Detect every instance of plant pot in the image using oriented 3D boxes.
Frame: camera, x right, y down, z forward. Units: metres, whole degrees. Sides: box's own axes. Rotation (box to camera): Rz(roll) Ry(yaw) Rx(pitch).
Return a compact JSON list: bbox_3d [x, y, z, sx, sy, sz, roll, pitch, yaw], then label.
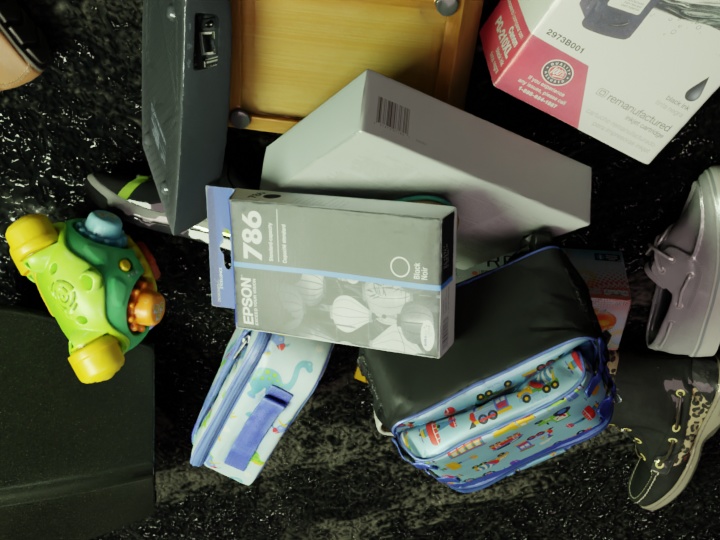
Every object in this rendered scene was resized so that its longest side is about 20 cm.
[{"bbox_3d":[-0.288,0.160,0.882,0.176,0.201,0.200,0,148,-12],"label":"plant pot"}]

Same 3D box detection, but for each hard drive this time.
[{"bbox_3d":[-0.134,-0.142,0.680,0.042,0.135,0.201,-8,136,-22],"label":"hard drive"}]

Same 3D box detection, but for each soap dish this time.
[{"bbox_3d":[-0.013,-0.169,0.670,0.198,0.081,0.158,7,130,0],"label":"soap dish"}]

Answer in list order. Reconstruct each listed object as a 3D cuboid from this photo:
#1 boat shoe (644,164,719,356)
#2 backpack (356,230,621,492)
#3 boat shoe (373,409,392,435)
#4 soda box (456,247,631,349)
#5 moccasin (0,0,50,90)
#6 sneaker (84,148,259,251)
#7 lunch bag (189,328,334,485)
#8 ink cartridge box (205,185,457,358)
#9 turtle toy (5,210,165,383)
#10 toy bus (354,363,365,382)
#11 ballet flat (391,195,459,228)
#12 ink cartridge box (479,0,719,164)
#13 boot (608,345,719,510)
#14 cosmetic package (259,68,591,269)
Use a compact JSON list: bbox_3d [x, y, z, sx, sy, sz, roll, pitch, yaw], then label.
[{"bbox_3d":[0.281,-0.003,0.786,0.068,0.072,0.201,-2,137,8],"label":"boat shoe"},{"bbox_3d":[0.112,0.089,0.713,0.182,0.135,0.200,-25,149,9],"label":"backpack"},{"bbox_3d":[0.111,0.149,0.919,0.198,0.070,0.071,6,130,-2],"label":"boat shoe"},{"bbox_3d":[0.135,0.021,0.815,0.198,0.069,0.064,4,132,3],"label":"soda box"},{"bbox_3d":[-0.318,-0.222,0.675,0.077,0.074,0.202,-20,134,11],"label":"moccasin"},{"bbox_3d":[-0.137,-0.069,0.791,0.199,0.072,0.083,16,95,0],"label":"sneaker"},{"bbox_3d":[-0.086,0.091,0.836,0.082,0.161,0.200,24,129,-9],"label":"lunch bag"},{"bbox_3d":[-0.031,-0.002,0.640,0.199,0.039,0.100,6,109,23],"label":"ink cartridge box"},{"bbox_3d":[-0.229,0.015,0.791,0.101,0.200,0.146,-29,93,-19],"label":"turtle toy"},{"bbox_3d":[0.100,0.090,0.863,0.199,0.079,0.065,18,129,-1],"label":"toy bus"},{"bbox_3d":[0.000,0.000,0.693,0.070,0.066,0.200,26,153,-27],"label":"ballet flat"},{"bbox_3d":[0.198,-0.194,0.617,0.144,0.085,0.200,21,128,-20],"label":"ink cartridge box"},{"bbox_3d":[0.265,0.150,0.901,0.149,0.073,0.201,13,129,-4],"label":"boot"},{"bbox_3d":[0.046,-0.064,0.671,0.199,0.052,0.151,18,156,-28],"label":"cosmetic package"}]
